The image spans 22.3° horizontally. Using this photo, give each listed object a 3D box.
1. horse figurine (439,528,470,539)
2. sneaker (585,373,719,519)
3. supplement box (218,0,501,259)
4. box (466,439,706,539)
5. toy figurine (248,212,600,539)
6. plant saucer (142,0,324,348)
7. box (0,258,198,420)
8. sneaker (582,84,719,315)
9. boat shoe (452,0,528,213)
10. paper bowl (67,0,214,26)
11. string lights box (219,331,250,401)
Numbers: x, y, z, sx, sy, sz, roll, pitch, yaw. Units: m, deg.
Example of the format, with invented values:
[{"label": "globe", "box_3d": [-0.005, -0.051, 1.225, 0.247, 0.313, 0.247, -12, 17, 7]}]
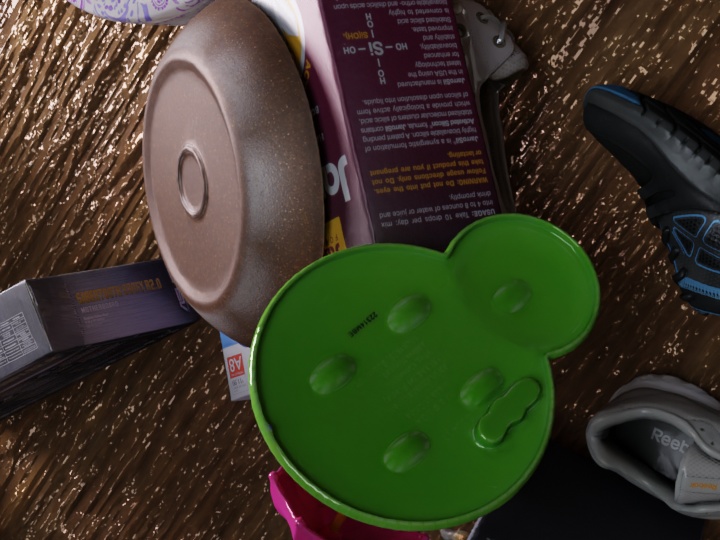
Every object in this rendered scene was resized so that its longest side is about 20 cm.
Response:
[{"label": "horse figurine", "box_3d": [0.014, 0.142, 1.096, 0.133, 0.050, 0.201, 53, 137, 41]}, {"label": "sneaker", "box_3d": [0.211, 0.114, 0.977, 0.199, 0.092, 0.076, 14, 102, 27]}, {"label": "supplement box", "box_3d": [-0.003, -0.093, 0.995, 0.110, 0.085, 0.201, -25, 75, 58]}, {"label": "box", "box_3d": [0.089, 0.222, 0.983, 0.123, 0.200, 0.199, 24, 107, 8]}, {"label": "toy figurine", "box_3d": [0.023, 0.081, 0.955, 0.150, 0.200, 0.184, 44, 152, 13]}, {"label": "plant saucer", "box_3d": [-0.080, -0.051, 1.019, 0.200, 0.037, 0.201, 26, 120, 59]}, {"label": "box", "box_3d": [-0.227, 0.057, 1.174, 0.200, 0.158, 0.048, -27, 82, 29]}, {"label": "sneaker", "box_3d": [0.187, -0.022, 0.987, 0.200, 0.073, 0.082, 44, 112, 18]}, {"label": "boat shoe", "box_3d": [0.064, -0.120, 1.051, 0.069, 0.071, 0.201, -1, 97, 20]}, {"label": "paper bowl", "box_3d": [-0.111, -0.250, 1.109, 0.200, 0.104, 0.202, 3, 97, 29]}, {"label": "string lights box", "box_3d": [-0.041, -0.031, 1.089, 0.103, 0.059, 0.201, -19, 77, 40]}]
